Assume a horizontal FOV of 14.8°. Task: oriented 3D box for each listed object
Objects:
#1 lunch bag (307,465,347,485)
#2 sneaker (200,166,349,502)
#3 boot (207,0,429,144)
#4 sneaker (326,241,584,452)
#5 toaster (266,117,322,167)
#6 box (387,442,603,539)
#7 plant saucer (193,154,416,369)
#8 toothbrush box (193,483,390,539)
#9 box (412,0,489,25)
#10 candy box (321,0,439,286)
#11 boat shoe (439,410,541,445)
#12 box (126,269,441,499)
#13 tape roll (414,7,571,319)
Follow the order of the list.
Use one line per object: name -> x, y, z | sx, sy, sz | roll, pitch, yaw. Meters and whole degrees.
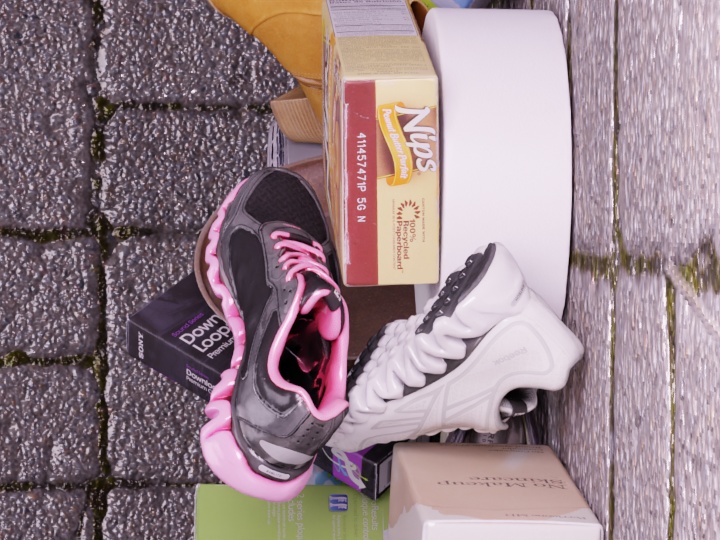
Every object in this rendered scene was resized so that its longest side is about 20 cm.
lunch bag -> -0.027, 0.123, 1.801 | 0.200, 0.082, 0.161 | 96, 166, -62
sneaker -> -0.033, 0.020, 1.463 | 0.095, 0.079, 0.200 | -50, 34, 47
boot -> -0.020, -0.167, 1.733 | 0.071, 0.144, 0.201 | -40, -65, -38
sneaker -> 0.044, 0.060, 1.458 | 0.200, 0.081, 0.075 | -39, 17, 55
toaster -> 0.013, -0.053, 1.836 | 0.200, 0.129, 0.114 | -93, -18, -55
box -> 0.067, 0.146, 1.426 | 0.200, 0.095, 0.078 | -123, 35, -81
plant saucer -> 0.000, 0.000, 1.682 | 0.201, 0.200, 0.037 | -94, -1, -51
toothbrush box -> -0.003, 0.197, 1.684 | 0.146, 0.200, 0.086 | 96, 175, -61
box -> 0.032, -0.206, 1.692 | 0.048, 0.122, 0.200 | -46, -3, -20
candy box -> 0.010, -0.075, 1.534 | 0.200, 0.055, 0.116 | -104, 14, -72
boat shoe -> 0.070, 0.152, 1.562 | 0.065, 0.072, 0.200 | 85, -170, -74
box -> -0.024, 0.048, 1.687 | 0.143, 0.200, 0.036 | -38, -37, -38
tape roll -> 0.071, -0.048, 1.549 | 0.202, 0.071, 0.203 | 180, 90, -87
